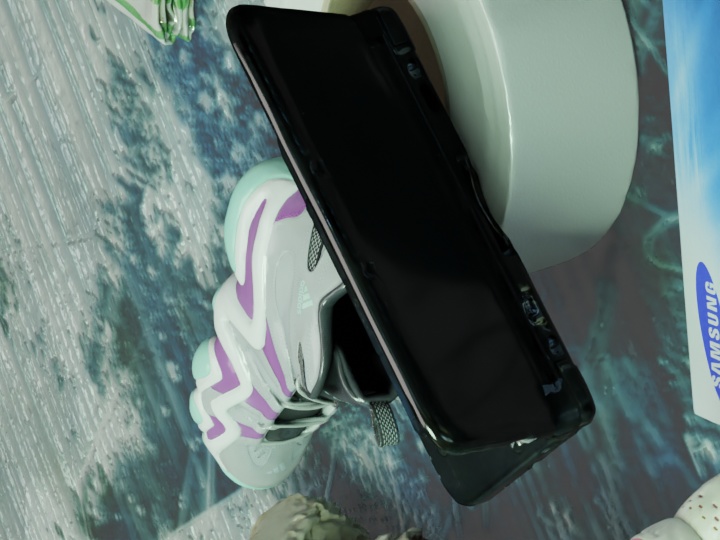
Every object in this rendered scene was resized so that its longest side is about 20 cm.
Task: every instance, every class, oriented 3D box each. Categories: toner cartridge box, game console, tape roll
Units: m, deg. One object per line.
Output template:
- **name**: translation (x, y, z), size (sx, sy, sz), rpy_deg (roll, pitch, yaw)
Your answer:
- **toner cartridge box**: translation (0.167, -0.030, 1.167), size (0.095, 0.043, 0.201), rpy_deg (23, 125, 56)
- **game console**: translation (0.000, 0.000, 1.256), size (0.201, 0.116, 0.176), rpy_deg (64, 149, 12)
- **tape roll**: translation (0.037, -0.090, 1.335), size (0.202, 0.071, 0.203), rpy_deg (35, 134, 47)

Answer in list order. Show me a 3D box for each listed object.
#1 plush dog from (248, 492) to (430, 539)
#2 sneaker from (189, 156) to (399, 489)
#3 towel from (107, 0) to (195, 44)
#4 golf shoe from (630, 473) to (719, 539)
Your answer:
- **plush dog**: translation (-0.002, 0.228, 1.526), size (0.172, 0.160, 0.200), rpy_deg (53, 160, -21)
- **sneaker**: translation (-0.020, 0.056, 1.507), size (0.140, 0.077, 0.201), rpy_deg (45, 141, 42)
- **towel**: translation (-0.134, -0.237, 1.608), size (0.152, 0.023, 0.201), rpy_deg (38, 136, 48)
- **golf shoe**: translation (0.184, 0.143, 1.168), size (0.075, 0.092, 0.200), rpy_deg (37, 171, 50)
